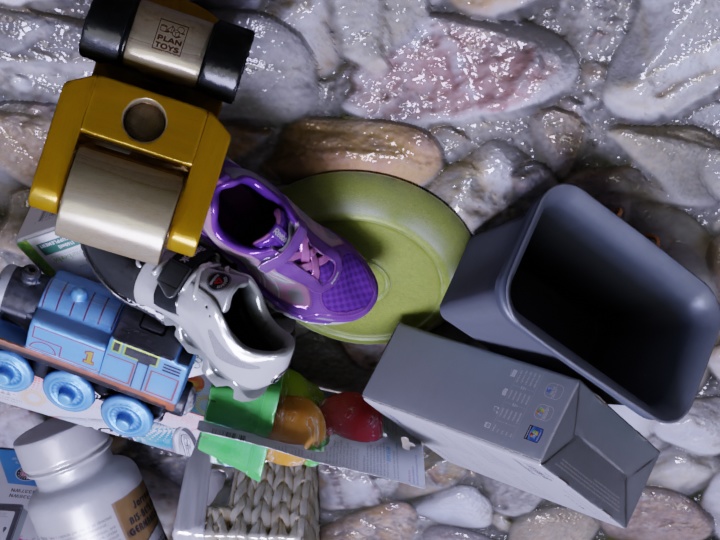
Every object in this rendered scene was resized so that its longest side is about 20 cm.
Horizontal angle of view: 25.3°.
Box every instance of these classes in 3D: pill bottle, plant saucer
[{"bbox_3d":[-0.257,0.240,1.558,0.114,0.114,0.201,-17,100,25],"label":"pill bottle"},{"bbox_3d":[0.000,0.000,1.371,0.199,0.031,0.200,5,136,5],"label":"plant saucer"}]

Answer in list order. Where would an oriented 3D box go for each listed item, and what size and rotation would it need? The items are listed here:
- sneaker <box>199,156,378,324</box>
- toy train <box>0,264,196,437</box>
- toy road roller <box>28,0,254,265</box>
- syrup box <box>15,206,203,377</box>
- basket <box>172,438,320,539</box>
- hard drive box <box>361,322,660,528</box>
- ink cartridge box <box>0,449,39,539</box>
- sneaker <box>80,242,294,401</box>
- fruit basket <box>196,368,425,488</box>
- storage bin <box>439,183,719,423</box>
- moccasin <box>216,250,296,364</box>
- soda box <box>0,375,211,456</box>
[{"bbox_3d":[-0.063,-0.020,1.265,0.200,0.081,0.088,36,169,-22],"label":"sneaker"},{"bbox_3d":[-0.224,0.058,1.321,0.199,0.087,0.114,21,130,-2],"label":"toy train"},{"bbox_3d":[-0.158,-0.105,1.191,0.123,0.201,0.146,17,171,-6],"label":"toy road roller"},{"bbox_3d":[-0.195,0.005,1.375,0.079,0.082,0.200,-15,130,28],"label":"syrup box"},{"bbox_3d":[-0.107,0.264,1.583,0.123,0.136,0.200,3,136,4],"label":"basket"},{"bbox_3d":[0.126,0.130,1.357,0.200,0.077,0.156,16,164,42],"label":"hard drive box"},{"bbox_3d":[-0.382,0.302,1.623,0.146,0.200,0.146,4,135,5],"label":"ink cartridge box"},{"bbox_3d":[-0.128,0.010,1.256,0.200,0.074,0.088,41,142,-6],"label":"sneaker"},{"bbox_3d":[-0.043,0.141,1.425,0.199,0.185,0.094,19,104,-5],"label":"fruit basket"},{"bbox_3d":[0.171,0.025,1.306,0.200,0.146,0.134,34,158,-23],"label":"storage bin"},{"bbox_3d":[-0.116,0.004,1.340,0.078,0.074,0.202,-9,117,41],"label":"moccasin"},{"bbox_3d":[-0.240,0.105,1.497,0.199,0.064,0.068,18,135,-7],"label":"soda box"}]
